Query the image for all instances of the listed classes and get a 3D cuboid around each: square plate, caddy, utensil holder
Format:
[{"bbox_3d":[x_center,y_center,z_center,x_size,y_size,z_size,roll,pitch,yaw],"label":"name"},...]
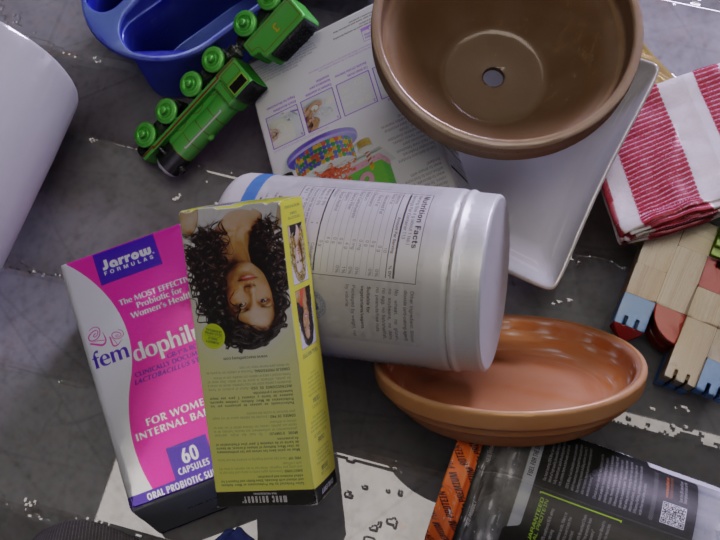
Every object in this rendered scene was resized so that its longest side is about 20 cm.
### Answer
[{"bbox_3d":[0.117,-0.106,0.926,0.200,0.028,0.199,25,87,28],"label":"square plate"},{"bbox_3d":[-0.147,-0.251,0.989,0.200,0.105,0.141,-40,72,-13],"label":"caddy"},{"bbox_3d":[-0.339,-0.087,0.899,0.169,0.170,0.200,16,67,7],"label":"utensil holder"}]

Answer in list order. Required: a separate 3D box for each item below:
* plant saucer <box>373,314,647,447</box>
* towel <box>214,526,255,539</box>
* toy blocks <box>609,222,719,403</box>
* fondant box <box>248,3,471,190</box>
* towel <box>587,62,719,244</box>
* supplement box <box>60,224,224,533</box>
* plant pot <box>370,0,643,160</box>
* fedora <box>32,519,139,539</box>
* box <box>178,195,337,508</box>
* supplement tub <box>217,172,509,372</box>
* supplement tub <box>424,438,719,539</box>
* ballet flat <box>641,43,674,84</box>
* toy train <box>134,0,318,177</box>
[{"bbox_3d":[0.110,0.081,0.831,0.199,0.200,0.038,0,107,1],"label":"plant saucer"},{"bbox_3d":[-0.031,0.250,0.775,0.200,0.145,0.024,27,99,10],"label":"towel"},{"bbox_3d":[0.279,0.042,0.883,0.199,0.100,0.137,22,82,9],"label":"toy blocks"},{"bbox_3d":[-0.001,-0.107,0.932,0.144,0.058,0.201,-22,67,16],"label":"fondant box"},{"bbox_3d":[0.281,-0.107,0.880,0.199,0.023,0.144,-19,52,13],"label":"towel"},{"bbox_3d":[-0.146,0.083,0.861,0.101,0.103,0.200,-21,68,-6],"label":"supplement box"},{"bbox_3d":[0.108,-0.167,0.861,0.200,0.093,0.202,0,72,0],"label":"plant pot"},{"bbox_3d":[-0.178,0.250,0.786,0.200,0.177,0.090,36,39,-2],"label":"fedora"},{"bbox_3d":[-0.067,0.054,0.744,0.075,0.050,0.201,-6,97,16],"label":"box"},{"bbox_3d":[0.000,0.000,0.811,0.199,0.132,0.132,6,68,14],"label":"supplement tub"},{"bbox_3d":[0.154,0.184,0.805,0.199,0.123,0.123,19,70,8],"label":"supplement tub"},{"bbox_3d":[0.215,-0.180,0.971,0.063,0.069,0.200,-30,69,-34],"label":"ballet flat"},{"bbox_3d":[-0.114,-0.157,0.946,0.200,0.042,0.056,-45,71,16],"label":"toy train"}]
